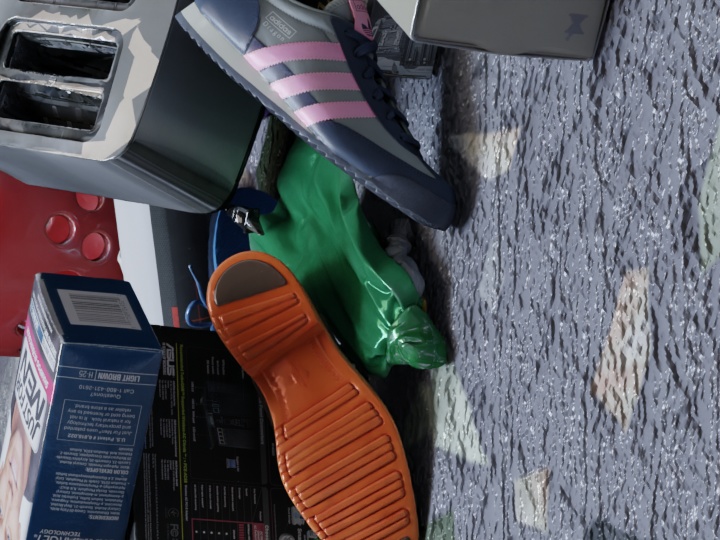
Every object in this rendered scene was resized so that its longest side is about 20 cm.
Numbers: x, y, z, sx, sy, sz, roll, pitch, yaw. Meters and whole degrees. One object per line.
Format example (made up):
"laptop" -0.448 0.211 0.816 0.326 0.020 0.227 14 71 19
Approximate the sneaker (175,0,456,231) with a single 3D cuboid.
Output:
"sneaker" -0.010 -0.107 1.293 0.082 0.200 0.070 -49 -10 3

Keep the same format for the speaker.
"speaker" -0.124 -0.018 1.570 0.081 0.081 0.200 -131 34 -63

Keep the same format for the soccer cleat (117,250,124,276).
"soccer cleat" -0.139 0.023 1.664 0.070 0.086 0.200 -136 54 -65

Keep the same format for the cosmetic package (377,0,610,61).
"cosmetic package" 0.051 -0.185 1.194 0.200 0.103 0.087 -124 44 -59

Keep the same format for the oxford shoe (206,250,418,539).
"oxford shoe" -0.019 0.081 1.322 0.073 0.071 0.200 42 -157 -79

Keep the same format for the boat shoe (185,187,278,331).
"boat shoe" -0.076 0.041 1.493 0.069 0.084 0.200 -50 37 48

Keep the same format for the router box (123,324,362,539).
"router box" -0.071 0.135 1.357 0.062 0.150 0.200 129 142 -56

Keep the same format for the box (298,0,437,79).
"box" 0.018 -0.230 1.369 0.158 0.050 0.200 -129 49 -61

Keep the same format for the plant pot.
"plant pot" -0.220 -0.030 1.758 0.200 0.182 0.201 -174 90 -70

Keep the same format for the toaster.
"toaster" -0.142 -0.134 1.422 0.200 0.119 0.181 11 82 35

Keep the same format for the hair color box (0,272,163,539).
"hair color box" -0.168 0.113 1.323 0.100 0.060 0.200 -125 44 -62

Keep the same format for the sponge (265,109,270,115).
"sponge" -0.119 -0.129 1.618 0.200 0.111 0.030 157 122 -67

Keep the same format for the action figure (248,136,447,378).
"action figure" 0.000 0.000 1.345 0.200 0.055 0.118 56 134 51
